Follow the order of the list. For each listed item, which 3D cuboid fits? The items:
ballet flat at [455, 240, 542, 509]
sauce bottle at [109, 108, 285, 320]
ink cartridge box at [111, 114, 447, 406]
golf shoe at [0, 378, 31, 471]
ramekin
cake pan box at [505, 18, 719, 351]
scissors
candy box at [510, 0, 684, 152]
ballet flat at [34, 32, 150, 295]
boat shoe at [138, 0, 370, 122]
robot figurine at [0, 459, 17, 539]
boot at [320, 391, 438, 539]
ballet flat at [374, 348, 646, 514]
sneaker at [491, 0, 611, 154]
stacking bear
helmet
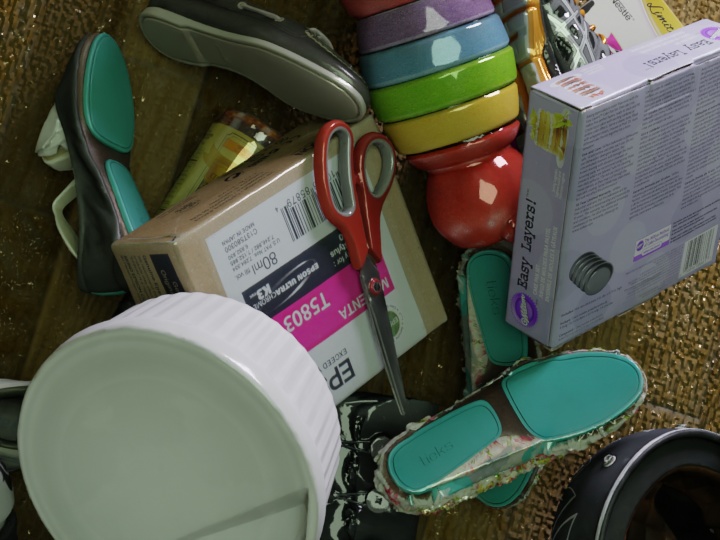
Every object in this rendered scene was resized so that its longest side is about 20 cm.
[{"bbox_3d":[0.108,0.070,1.332,0.075,0.064,0.202,3,101,17],"label":"ballet flat"},{"bbox_3d":[-0.120,-0.017,1.295,0.066,0.066,0.201,31,79,-8],"label":"sauce bottle"},{"bbox_3d":[-0.050,0.009,1.246,0.200,0.075,0.166,-36,112,-37],"label":"ink cartridge box"},{"bbox_3d":[-0.186,0.109,1.251,0.198,0.097,0.079,1,82,-14],"label":"golf shoe"},{"bbox_3d":[-0.104,0.107,1.139,0.201,0.094,0.204,8,117,17],"label":"ramekin"},{"bbox_3d":[0.189,-0.063,1.273,0.199,0.052,0.185,-25,133,-37],"label":"cake pan box"},{"bbox_3d":[0.000,0.000,1.234,0.073,0.014,0.202,-4,92,-47],"label":"scissors"},{"bbox_3d":[0.166,-0.111,1.370,0.200,0.061,0.137,-40,93,-14],"label":"candy box"},{"bbox_3d":[-0.189,-0.073,1.272,0.068,0.068,0.201,-23,61,18],"label":"ballet flat"},{"bbox_3d":[-0.067,-0.162,1.278,0.199,0.067,0.057,23,64,30],"label":"boat shoe"},{"bbox_3d":[-0.281,0.199,1.190,0.149,0.125,0.201,1,109,-3],"label":"robot figurine"},{"bbox_3d":[0.034,0.190,1.313,0.164,0.066,0.202,7,78,-14],"label":"boot"},{"bbox_3d":[0.100,0.110,1.264,0.199,0.064,0.076,-20,68,-9],"label":"ballet flat"},{"bbox_3d":[0.135,-0.161,1.308,0.077,0.078,0.201,-14,88,-26],"label":"sneaker"},{"bbox_3d":[0.064,-0.113,1.266,0.113,0.121,0.201,-26,101,-43],"label":"stacking bear"},{"bbox_3d":[0.226,0.208,1.284,0.190,0.200,0.200,29,76,29],"label":"helmet"}]
